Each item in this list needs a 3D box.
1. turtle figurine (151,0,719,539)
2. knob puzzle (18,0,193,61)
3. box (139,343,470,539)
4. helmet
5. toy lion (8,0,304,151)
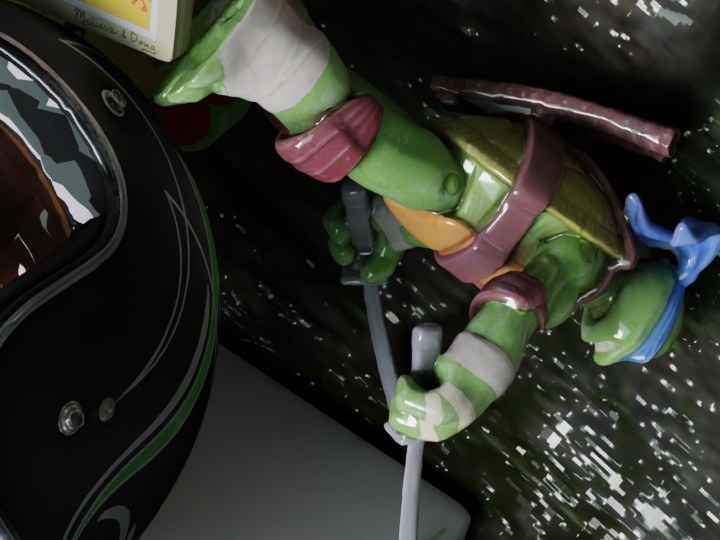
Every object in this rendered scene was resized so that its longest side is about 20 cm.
[{"bbox_3d":[0.000,0.000,0.846,0.194,0.144,0.200,42,130,-15],"label":"turtle figurine"},{"bbox_3d":[-0.127,-0.174,0.757,0.218,0.030,0.221,21,129,28],"label":"knob puzzle"},{"bbox_3d":[-0.102,0.144,0.984,0.198,0.200,0.172,32,128,20],"label":"box"},{"bbox_3d":[-0.136,0.013,0.825,0.198,0.192,0.201,13,144,10],"label":"helmet"},{"bbox_3d":[-0.108,-0.143,0.931,0.190,0.069,0.201,21,125,19],"label":"toy lion"}]
